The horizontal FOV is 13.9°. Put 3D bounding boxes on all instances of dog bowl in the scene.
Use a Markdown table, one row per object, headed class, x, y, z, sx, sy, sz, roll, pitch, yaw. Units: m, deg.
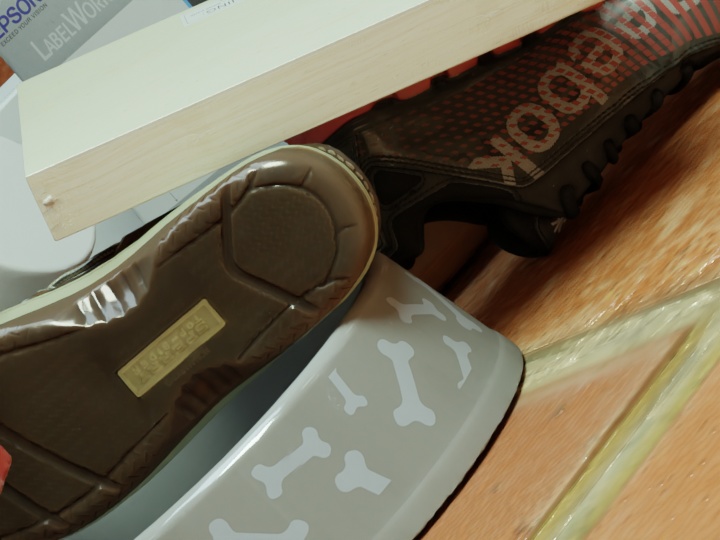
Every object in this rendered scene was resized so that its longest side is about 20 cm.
| class | x | y | z | sx | sy | sz | roll | pitch | yaw |
| --- | --- | --- | --- | --- | --- | --- | --- | --- | --- |
| dog bowl | -0.038 | 0.073 | 0.975 | 0.200 | 0.059 | 0.200 | -42 | 10 | 10 |

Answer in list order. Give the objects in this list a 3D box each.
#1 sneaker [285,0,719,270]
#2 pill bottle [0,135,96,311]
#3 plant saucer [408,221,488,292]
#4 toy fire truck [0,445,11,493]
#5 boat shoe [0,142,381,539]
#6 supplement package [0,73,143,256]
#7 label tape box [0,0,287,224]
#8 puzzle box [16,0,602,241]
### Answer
| class | x | y | z | sx | sy | sz | roll | pitch | yaw |
| --- | --- | --- | --- | --- | --- | --- | --- | --- | --- |
| sneaker | 0.073 | -0.060 | 1.061 | 0.200 | 0.098 | 0.071 | -22 | -6 | -8 |
| pill bottle | -0.185 | 0.042 | 1.203 | 0.200 | 0.111 | 0.111 | -56 | 1 | 32 |
| plant saucer | 0.000 | 0.000 | 1.208 | 0.200 | 0.032 | 0.200 | -42 | 9 | 8 |
| toy fire truck | -0.094 | 0.121 | 0.746 | 0.049 | 0.141 | 0.200 | -41 | 10 | 12 |
| boat shoe | -0.076 | 0.029 | 0.957 | 0.202 | 0.075 | 0.075 | -31 | 7 | 13 |
| supplement package | -0.121 | -0.048 | 1.530 | 0.200 | 0.156 | 0.111 | -47 | 10 | -15 |
| label tape box | -0.089 | -0.128 | 1.264 | 0.143 | 0.200 | 0.066 | -37 | 8 | 32 |
| puzzle box | -0.018 | -0.076 | 0.985 | 0.200 | 0.025 | 0.133 | -23 | 17 | 0 |
